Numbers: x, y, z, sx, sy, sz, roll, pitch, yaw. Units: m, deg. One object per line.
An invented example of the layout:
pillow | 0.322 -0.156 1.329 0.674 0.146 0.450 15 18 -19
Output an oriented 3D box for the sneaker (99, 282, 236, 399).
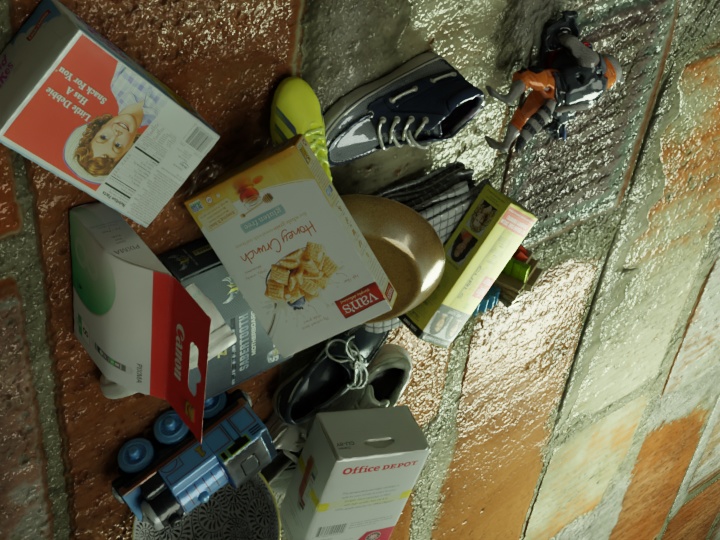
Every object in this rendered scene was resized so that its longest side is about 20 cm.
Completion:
sneaker | -0.215 0.070 1.155 0.198 0.089 0.075 -26 -174 36

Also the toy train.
toy train | -0.199 0.224 1.304 0.199 0.114 0.087 -36 143 -17

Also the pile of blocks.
pile of blocks | 0.183 0.010 1.537 0.198 0.082 0.063 -22 139 -31

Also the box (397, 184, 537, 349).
box | 0.131 -0.003 1.353 0.075 0.050 0.202 22 105 -50

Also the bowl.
bowl | -0.178 0.331 1.379 0.201 0.201 0.094 -47 160 0

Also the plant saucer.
plant saucer | 0.000 0.000 1.269 0.196 0.036 0.202 2 134 2

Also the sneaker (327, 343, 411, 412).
sneaker | -0.001 0.186 1.485 0.201 0.077 0.099 -55 -174 -3

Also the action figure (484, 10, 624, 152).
action figure | 0.250 -0.209 1.387 0.191 0.105 0.202 -29 140 -10

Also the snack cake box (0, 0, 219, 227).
snack cake box | -0.230 -0.133 0.971 0.115 0.067 0.200 -48 145 4

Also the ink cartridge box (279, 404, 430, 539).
ink cartridge box | -0.010 0.279 1.450 0.143 0.084 0.202 -2 131 -29

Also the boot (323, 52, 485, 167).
boot | 0.041 -0.164 1.210 0.199 0.090 0.073 -37 144 -15

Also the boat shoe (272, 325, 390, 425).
boat shoe | -0.030 0.123 1.419 0.199 0.062 0.075 -38 110 -14

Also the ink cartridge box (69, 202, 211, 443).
ink cartridge box | -0.215 0.054 1.049 0.049 0.200 0.163 -18 136 -31

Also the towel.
towel | 0.069 -0.033 1.377 0.198 0.086 0.167 -27 138 -25

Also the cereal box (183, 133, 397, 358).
cereal box | -0.070 -0.021 1.126 0.142 0.040 0.202 -24 108 23

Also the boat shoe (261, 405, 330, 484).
boat shoe | -0.099 0.228 1.458 0.199 0.066 0.072 -41 144 -10

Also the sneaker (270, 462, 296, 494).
sneaker | -0.038 0.266 1.562 0.196 0.081 0.079 -4 148 -14

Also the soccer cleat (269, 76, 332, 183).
soccer cleat | -0.049 -0.101 1.149 0.064 0.083 0.204 -17 114 -29

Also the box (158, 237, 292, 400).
box | -0.147 0.045 1.244 0.156 0.051 0.202 -23 137 -30
